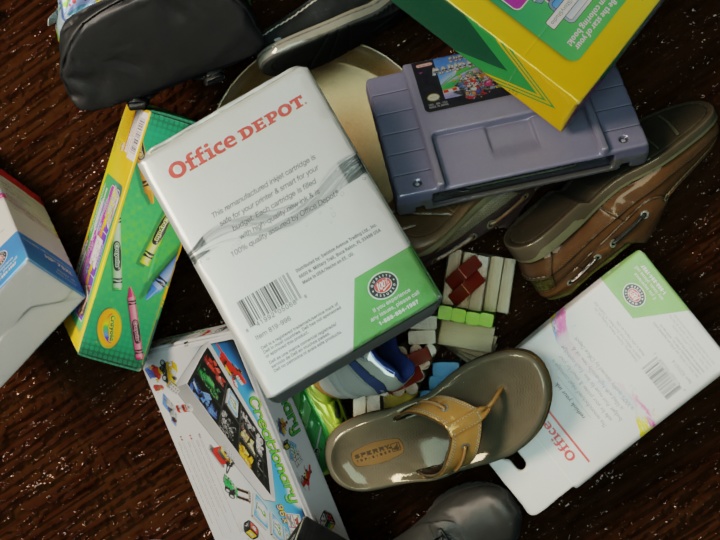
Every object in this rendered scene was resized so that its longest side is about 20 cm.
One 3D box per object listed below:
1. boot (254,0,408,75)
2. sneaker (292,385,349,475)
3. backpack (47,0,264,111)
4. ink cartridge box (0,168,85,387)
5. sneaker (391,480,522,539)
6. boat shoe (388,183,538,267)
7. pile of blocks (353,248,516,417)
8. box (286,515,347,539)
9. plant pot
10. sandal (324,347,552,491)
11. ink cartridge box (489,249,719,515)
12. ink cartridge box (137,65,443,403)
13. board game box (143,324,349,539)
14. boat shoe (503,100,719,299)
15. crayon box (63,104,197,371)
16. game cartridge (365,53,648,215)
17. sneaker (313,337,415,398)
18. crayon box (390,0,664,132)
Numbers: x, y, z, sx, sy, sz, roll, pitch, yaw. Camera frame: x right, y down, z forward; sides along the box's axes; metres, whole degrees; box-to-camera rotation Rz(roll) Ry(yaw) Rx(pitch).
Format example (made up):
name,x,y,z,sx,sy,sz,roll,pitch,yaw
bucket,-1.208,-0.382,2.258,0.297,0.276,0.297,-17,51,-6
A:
name,x,y,z,sx,sy,sz,roll,pitch,yaw
boot,-0.027,-0.259,1.095,0.203,0.073,0.154,-31,86,-16
sneaker,-0.075,0.081,1.132,0.083,0.074,0.201,-24,89,4
backpack,-0.172,-0.243,1.081,0.162,0.201,0.155,-17,127,7
ink cartridge box,-0.312,-0.008,1.134,0.116,0.067,0.200,-45,41,8
sneaker,0.045,0.242,1.099,0.199,0.091,0.076,-38,86,20
boat shoe,0.102,-0.068,1.102,0.200,0.072,0.072,-41,62,-16
pile of blocks,0.062,0.070,1.119,0.082,0.062,0.201,33,97,5
box,-0.010,0.308,1.070,0.192,0.048,0.201,30,125,-7
plant pot,-0.030,-0.092,1.143,0.198,0.027,0.202,0,93,7
sandal,0.058,0.126,1.063,0.199,0.054,0.081,-22,91,16
ink cartridge box,0.182,0.090,1.100,0.200,0.067,0.117,-39,86,8
ink cartridge box,-0.051,-0.025,1.006,0.146,0.083,0.201,-29,83,-3
board game box,-0.096,0.143,1.111,0.126,0.035,0.202,-12,103,41
boat shoe,0.209,-0.056,1.097,0.199,0.072,0.068,-36,115,1
crayon box,-0.184,-0.032,1.115,0.058,0.119,0.202,16,95,-20
game cartridge,0.111,-0.121,1.073,0.198,0.038,0.131,-12,60,-3
sneaker,0.000,0.000,1.081,0.087,0.075,0.202,-4,99,34
crayon box,0.148,-0.237,1.057,0.172,0.058,0.200,38,70,4
